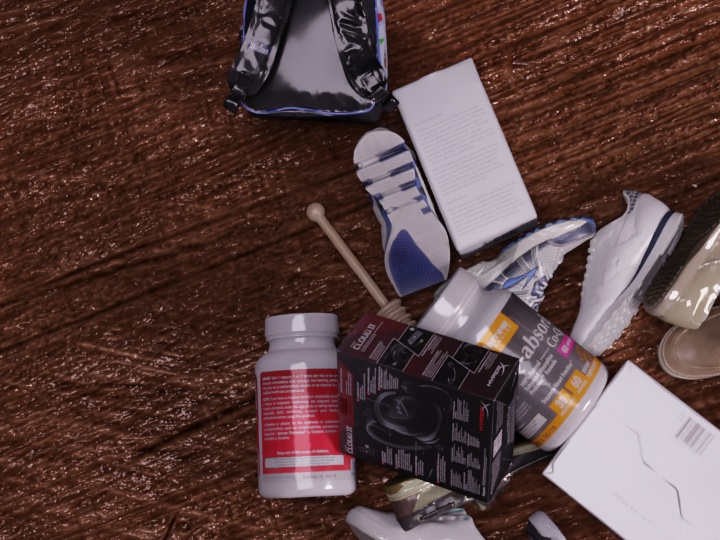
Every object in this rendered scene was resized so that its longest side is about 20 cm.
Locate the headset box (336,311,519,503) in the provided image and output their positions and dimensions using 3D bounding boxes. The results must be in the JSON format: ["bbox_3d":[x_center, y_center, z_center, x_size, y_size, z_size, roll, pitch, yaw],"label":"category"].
[{"bbox_3d":[0.061,0.142,1.550,0.198,0.150,0.077,16,40,23],"label":"headset box"}]

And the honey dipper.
[{"bbox_3d":[0.000,0.000,1.699,0.038,0.038,0.201,-36,77,2],"label":"honey dipper"}]

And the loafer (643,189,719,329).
[{"bbox_3d":[0.392,-0.017,1.627,0.068,0.076,0.200,41,82,-14],"label":"loafer"}]

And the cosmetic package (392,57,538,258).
[{"bbox_3d":[0.121,-0.127,1.679,0.101,0.071,0.202,-22,80,5],"label":"cosmetic package"}]

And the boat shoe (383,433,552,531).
[{"bbox_3d":[0.124,0.233,1.623,0.199,0.072,0.067,-16,93,-15],"label":"boat shoe"}]

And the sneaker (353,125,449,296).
[{"bbox_3d":[0.049,-0.083,1.682,0.080,0.115,0.201,-16,110,7],"label":"sneaker"}]

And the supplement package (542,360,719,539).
[{"bbox_3d":[0.321,0.220,1.585,0.199,0.111,0.156,38,89,10],"label":"supplement package"}]

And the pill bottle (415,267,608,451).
[{"bbox_3d":[0.159,0.093,1.586,0.199,0.116,0.117,37,89,1],"label":"pill bottle"}]

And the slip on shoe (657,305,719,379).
[{"bbox_3d":[0.427,0.070,1.614,0.198,0.061,0.077,-11,81,7],"label":"slip on shoe"}]

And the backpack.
[{"bbox_3d":[-0.050,-0.267,1.683,0.198,0.154,0.193,3,91,2],"label":"backpack"}]

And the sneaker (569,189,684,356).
[{"bbox_3d":[0.283,0.006,1.645,0.080,0.076,0.201,31,81,19],"label":"sneaker"}]

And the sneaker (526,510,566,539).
[{"bbox_3d":[0.201,0.373,1.599,0.113,0.075,0.202,-24,82,2],"label":"sneaker"}]

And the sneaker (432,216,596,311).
[{"bbox_3d":[0.186,0.009,1.659,0.199,0.077,0.086,-31,88,11],"label":"sneaker"}]

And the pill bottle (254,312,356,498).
[{"bbox_3d":[-0.063,0.153,1.648,0.111,0.112,0.202,-3,82,8],"label":"pill bottle"}]

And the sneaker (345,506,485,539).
[{"bbox_3d":[0.083,0.298,1.639,0.198,0.075,0.089,25,72,7],"label":"sneaker"}]
